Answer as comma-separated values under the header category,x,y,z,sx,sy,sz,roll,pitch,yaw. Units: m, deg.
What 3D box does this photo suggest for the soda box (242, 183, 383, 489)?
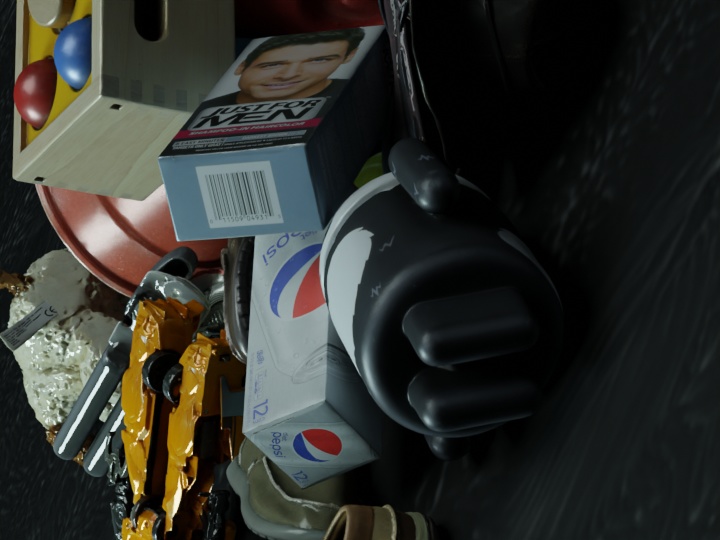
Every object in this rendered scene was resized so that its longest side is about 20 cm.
category,x,y,z,sx,sy,sz,roll,pitch,yaw
soda box,-0.027,0.032,1.481,0.063,0.068,0.201,-23,42,25

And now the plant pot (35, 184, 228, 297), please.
category,x,y,z,sx,sy,sz,roll,pitch,yaw
plant pot,-0.113,-0.104,1.780,0.195,0.200,0.202,-34,39,41

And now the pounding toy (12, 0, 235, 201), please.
category,x,y,z,sx,sy,sz,roll,pitch,yaw
pounding toy,-0.189,-0.172,1.629,0.184,0.141,0.202,-33,54,54

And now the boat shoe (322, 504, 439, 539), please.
category,x,y,z,sx,sy,sz,roll,pitch,yaw
boat shoe,-0.027,0.220,1.409,0.201,0.073,0.076,-61,23,15

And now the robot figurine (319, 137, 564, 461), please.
category,x,y,z,sx,sy,sz,roll,pitch,yaw
robot figurine,0.043,0.019,1.369,0.151,0.124,0.200,-56,25,14

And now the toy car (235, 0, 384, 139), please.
category,x,y,z,sx,sy,sz,roll,pitch,yaw
toy car,-0.021,-0.224,1.607,0.200,0.175,0.186,98,-179,-62

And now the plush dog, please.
category,x,y,z,sx,sy,sz,roll,pitch,yaw
plush dog,-0.244,0.068,1.989,0.173,0.159,0.201,98,177,-48

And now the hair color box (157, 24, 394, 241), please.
category,x,y,z,sx,sy,sz,roll,pitch,yaw
hair color box,-0.047,-0.090,1.497,0.200,0.098,0.061,-60,-38,-60

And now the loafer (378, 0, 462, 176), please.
category,x,y,z,sx,sy,sz,roll,pitch,yaw
loafer,0.051,-0.143,1.510,0.063,0.071,0.202,172,100,-72

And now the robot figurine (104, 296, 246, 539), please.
category,x,y,z,sx,sy,sz,roll,pitch,yaw
robot figurine,-0.124,0.129,1.657,0.145,0.058,0.202,29,118,49

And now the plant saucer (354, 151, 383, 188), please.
category,x,y,z,sx,sy,sz,roll,pitch,yaw
plant saucer,0.000,0.000,1.596,0.200,0.031,0.201,-44,33,39

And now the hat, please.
category,x,y,z,sx,sy,sz,roll,pitch,yaw
hat,0.097,-0.160,1.451,0.080,0.201,0.202,0,62,21

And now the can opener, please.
category,x,y,z,sx,sy,sz,roll,pitch,yaw
can opener,-0.165,0.066,1.746,0.200,0.053,0.067,-57,7,37

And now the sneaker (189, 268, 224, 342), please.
category,x,y,z,sx,sy,sz,roll,pitch,yaw
sneaker,-0.114,0.074,1.763,0.200,0.077,0.083,122,150,-41

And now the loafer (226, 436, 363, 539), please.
category,x,y,z,sx,sy,sz,roll,pitch,yaw
loafer,-0.039,0.132,1.517,0.070,0.075,0.200,-70,22,5

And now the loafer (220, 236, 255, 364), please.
category,x,y,z,sx,sy,sz,roll,pitch,yaw
loafer,-0.059,-0.004,1.613,0.071,0.072,0.201,123,160,-43

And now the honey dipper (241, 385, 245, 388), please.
category,x,y,z,sx,sy,sz,roll,pitch,yaw
honey dipper,-0.057,0.039,1.701,0.201,0.038,0.038,-65,22,-1
